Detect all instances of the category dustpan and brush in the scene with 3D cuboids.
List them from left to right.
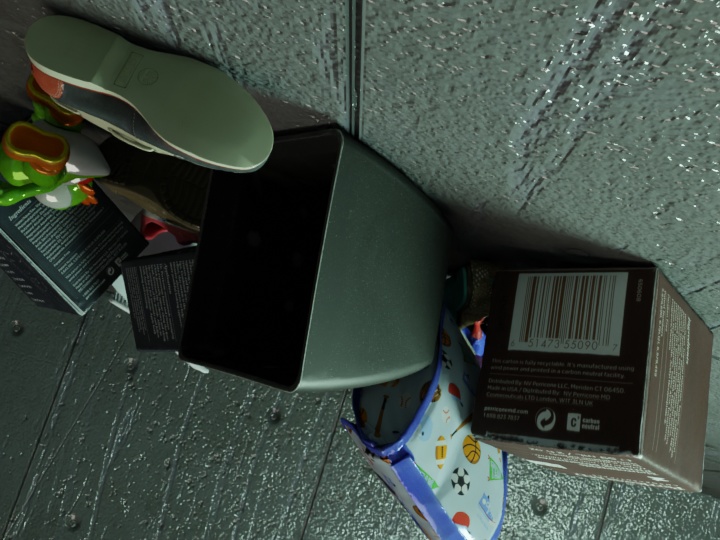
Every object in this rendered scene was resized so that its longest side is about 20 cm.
[{"bbox_3d":[-0.284,0.069,1.143,0.198,0.058,0.139,34,170,-10],"label":"dustpan and brush"}]

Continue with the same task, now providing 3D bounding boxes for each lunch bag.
[{"bbox_3d":[0.067,0.162,0.805,0.122,0.201,0.171,-25,116,18],"label":"lunch bag"}]

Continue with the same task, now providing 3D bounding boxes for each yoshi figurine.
[{"bbox_3d":[-0.316,-0.116,0.798,0.111,0.114,0.200,-22,173,-22],"label":"yoshi figurine"}]

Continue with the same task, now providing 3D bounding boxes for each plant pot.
[{"bbox_3d":[-0.029,0.004,0.745,0.175,0.204,0.198,15,173,-40],"label":"plant pot"}]

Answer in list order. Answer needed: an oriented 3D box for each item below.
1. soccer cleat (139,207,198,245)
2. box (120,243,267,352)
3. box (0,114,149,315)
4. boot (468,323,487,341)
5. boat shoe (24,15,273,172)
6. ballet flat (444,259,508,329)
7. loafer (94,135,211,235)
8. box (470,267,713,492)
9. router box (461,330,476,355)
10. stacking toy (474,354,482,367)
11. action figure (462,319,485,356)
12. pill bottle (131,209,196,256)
[{"bbox_3d":[-0.177,-0.058,0.956,0.197,0.075,0.068,12,168,31],"label":"soccer cleat"},{"bbox_3d":[-0.145,0.021,0.911,0.197,0.109,0.147,-5,-173,42],"label":"box"},{"bbox_3d":[-0.391,-0.062,0.992,0.198,0.125,0.197,3,138,54],"label":"box"},{"bbox_3d":[0.111,0.082,1.189,0.172,0.070,0.199,31,158,-19],"label":"boot"},{"bbox_3d":[-0.154,-0.121,0.611,0.197,0.072,0.063,24,154,3],"label":"boat shoe"},{"bbox_3d":[0.130,0.032,0.920,0.064,0.072,0.200,1,173,-3],"label":"ballet flat"},{"bbox_3d":[-0.189,-0.086,0.862,0.197,0.077,0.067,26,173,19],"label":"loafer"},{"bbox_3d":[0.231,0.107,0.797,0.163,0.168,0.199,-2,159,38],"label":"box"},{"bbox_3d":[0.089,0.135,1.116,0.151,0.062,0.199,55,157,-23],"label":"router box"},{"bbox_3d":[0.104,0.119,0.942,0.197,0.111,0.116,24,166,9],"label":"stacking toy"},{"bbox_3d":[0.150,0.100,1.095,0.064,0.052,0.202,22,148,23],"label":"action figure"},{"bbox_3d":[-0.251,-0.019,1.141,0.117,0.122,0.200,17,169,7],"label":"pill bottle"}]
